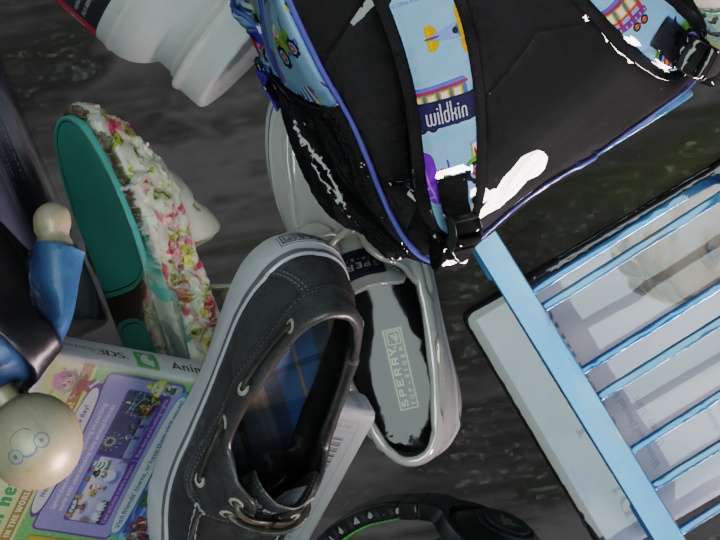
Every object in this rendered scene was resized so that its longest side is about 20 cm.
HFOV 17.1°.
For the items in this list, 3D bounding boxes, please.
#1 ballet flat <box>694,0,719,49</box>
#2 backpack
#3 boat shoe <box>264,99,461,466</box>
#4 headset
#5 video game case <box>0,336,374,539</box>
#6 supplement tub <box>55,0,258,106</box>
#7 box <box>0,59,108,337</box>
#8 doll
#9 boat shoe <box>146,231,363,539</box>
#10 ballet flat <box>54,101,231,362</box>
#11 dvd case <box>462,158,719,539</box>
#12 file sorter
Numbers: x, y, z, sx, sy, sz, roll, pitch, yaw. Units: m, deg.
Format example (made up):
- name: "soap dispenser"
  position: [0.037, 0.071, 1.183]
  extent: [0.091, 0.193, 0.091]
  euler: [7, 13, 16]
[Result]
- name: "ballet flat"
  position: [0.145, -0.182, 1.141]
  extent: [0.074, 0.074, 0.200]
  euler: [-32, 92, 6]
- name: "backpack"
  position: [0.030, -0.129, 1.012]
  extent: [0.182, 0.134, 0.200]
  euler: [-36, 116, -15]
- name: "boat shoe"
  position: [0.000, 0.000, 1.166]
  extent: [0.072, 0.066, 0.201]
  euler: [-13, 94, 5]
- name: "headset"
  position: [0.067, 0.174, 1.187]
  extent: [0.199, 0.094, 0.124]
  euler: [5, 100, 19]
- name: "video game case"
  position: [-0.112, 0.127, 1.132]
  extent: [0.182, 0.022, 0.200]
  euler: [12, 118, -32]
- name: "supplement tub"
  position: [-0.108, -0.188, 1.120]
  extent: [0.200, 0.140, 0.140]
  euler: [42, 96, 0]
- name: "box"
  position: [-0.221, -0.046, 1.102]
  extent: [0.123, 0.198, 0.201]
  euler: [-23, 86, 4]
- name: "doll"
  position: [-0.181, 0.005, 0.972]
  extent: [0.136, 0.048, 0.200]
  euler: [-37, 91, -7]
- name: "boat shoe"
  position: [-0.041, 0.081, 1.072]
  extent: [0.070, 0.066, 0.201]
  euler: [6, 121, -29]
- name: "ballet flat"
  position: [-0.092, 0.007, 1.180]
  extent: [0.064, 0.076, 0.201]
  euler: [-23, 99, -33]
- name: "dvd case"
  position: [0.170, 0.032, 1.182]
  extent: [0.200, 0.018, 0.143]
  euler: [-31, 93, 6]
- name: "file sorter"
  position: [0.144, 0.028, 1.107]
  extent: [0.122, 0.139, 0.200]
  euler: [-32, 91, 2]
